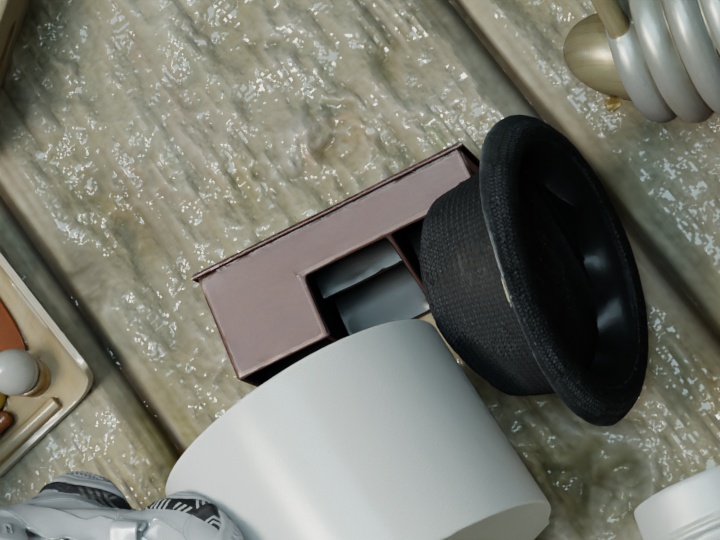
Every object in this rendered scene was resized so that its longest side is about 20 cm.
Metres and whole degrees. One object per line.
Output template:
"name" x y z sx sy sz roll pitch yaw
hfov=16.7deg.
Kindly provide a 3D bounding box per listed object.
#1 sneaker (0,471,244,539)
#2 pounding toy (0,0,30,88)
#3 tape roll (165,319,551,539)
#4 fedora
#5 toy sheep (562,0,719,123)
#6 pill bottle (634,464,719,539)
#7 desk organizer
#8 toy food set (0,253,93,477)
"sneaker" -0.159 0.178 1.460 0.199 0.115 0.076 10 114 46
"pounding toy" -0.344 -0.151 1.717 0.183 0.142 0.201 18 84 -1
"tape roll" -0.002 0.143 1.511 0.202 0.203 0.139 -36 72 6
"fedora" 0.100 0.008 1.532 0.091 0.200 0.202 -18 74 30
"toy sheep" 0.222 -0.161 1.546 0.199 0.138 0.139 -16 74 25
"pill bottle" 0.244 0.219 1.470 0.113 0.113 0.201 -24 73 10
"desk organizer" 0.000 0.000 1.610 0.199 0.072 0.077 -26 75 10
"toy food set" -0.295 0.082 1.682 0.200 0.060 0.144 -43 71 4
